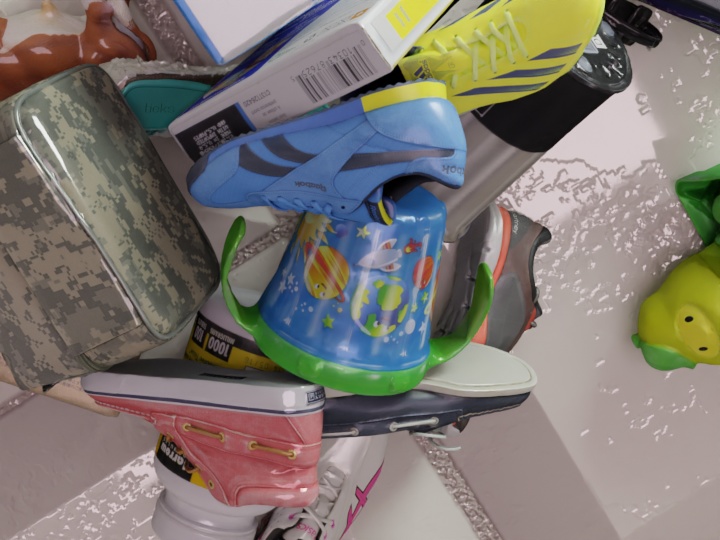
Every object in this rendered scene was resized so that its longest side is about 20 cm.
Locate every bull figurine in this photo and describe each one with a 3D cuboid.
[{"bbox_3d":[-0.256,-0.172,0.916,0.199,0.065,0.122,-12,132,-12],"label":"bull figurine"}]

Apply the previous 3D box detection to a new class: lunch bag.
[{"bbox_3d":[-0.221,-0.023,0.846,0.167,0.139,0.201,-25,105,23],"label":"lunch bag"}]

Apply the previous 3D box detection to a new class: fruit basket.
[{"bbox_3d":[0.327,0.012,0.998,0.214,0.155,0.217,0,91,-21],"label":"fruit basket"}]

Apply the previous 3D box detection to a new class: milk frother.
[{"bbox_3d":[0.122,-0.140,0.948,0.199,0.181,0.188,13,139,-37],"label":"milk frother"}]

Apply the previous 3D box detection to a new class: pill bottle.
[{"bbox_3d":[-0.100,0.123,0.977,0.112,0.112,0.201,16,98,-10],"label":"pill bottle"}]

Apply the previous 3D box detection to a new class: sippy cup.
[{"bbox_3d":[0.000,0.000,0.875,0.177,0.139,0.131,-8,121,-46],"label":"sippy cup"}]

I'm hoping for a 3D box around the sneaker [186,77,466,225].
[{"bbox_3d":[-0.026,-0.060,0.790,0.199,0.066,0.079,-15,84,24],"label":"sneaker"}]

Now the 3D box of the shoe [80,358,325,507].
[{"bbox_3d":[-0.118,0.118,0.885,0.199,0.071,0.092,4,97,23],"label":"shoe"}]

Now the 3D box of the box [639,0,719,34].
[{"bbox_3d":[0.265,-0.234,0.934,0.199,0.141,0.079,20,98,-9],"label":"box"}]

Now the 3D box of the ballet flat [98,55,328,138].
[{"bbox_3d":[-0.114,-0.135,0.940,0.199,0.072,0.072,4,102,-37],"label":"ballet flat"}]

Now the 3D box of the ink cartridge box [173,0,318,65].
[{"bbox_3d":[-0.104,-0.232,0.862,0.084,0.200,0.146,-34,103,3],"label":"ink cartridge box"}]

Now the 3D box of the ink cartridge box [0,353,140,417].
[{"bbox_3d":[-0.256,0.003,0.954,0.199,0.075,0.166,20,97,-9],"label":"ink cartridge box"}]

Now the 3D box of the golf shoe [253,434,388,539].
[{"bbox_3d":[-0.033,0.197,1.011,0.072,0.092,0.201,29,95,-10],"label":"golf shoe"}]

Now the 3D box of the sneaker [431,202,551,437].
[{"bbox_3d":[0.113,0.048,1.009,0.081,0.077,0.201,11,103,-19],"label":"sneaker"}]

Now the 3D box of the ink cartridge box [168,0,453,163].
[{"bbox_3d":[-0.013,-0.166,0.846,0.197,0.200,0.047,-21,111,44],"label":"ink cartridge box"}]

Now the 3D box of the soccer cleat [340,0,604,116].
[{"bbox_3d":[0.069,-0.137,0.793,0.083,0.200,0.065,-7,77,-47],"label":"soccer cleat"}]

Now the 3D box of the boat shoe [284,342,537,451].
[{"bbox_3d":[0.038,0.098,0.928,0.199,0.075,0.062,-3,116,-19],"label":"boat shoe"}]
